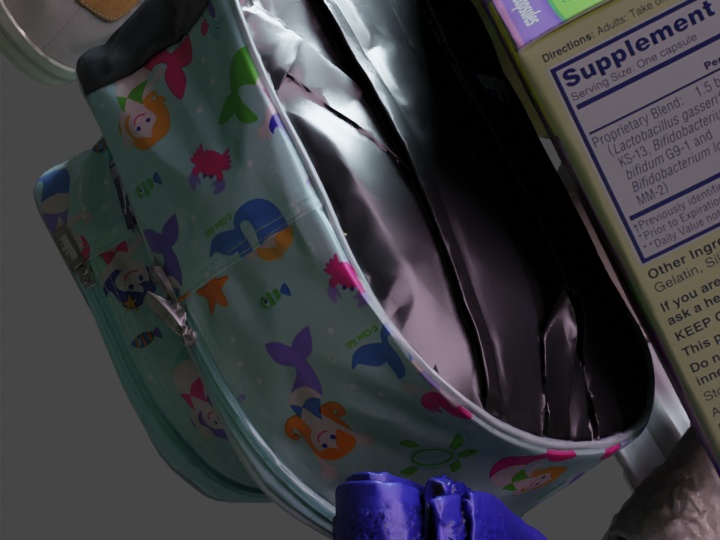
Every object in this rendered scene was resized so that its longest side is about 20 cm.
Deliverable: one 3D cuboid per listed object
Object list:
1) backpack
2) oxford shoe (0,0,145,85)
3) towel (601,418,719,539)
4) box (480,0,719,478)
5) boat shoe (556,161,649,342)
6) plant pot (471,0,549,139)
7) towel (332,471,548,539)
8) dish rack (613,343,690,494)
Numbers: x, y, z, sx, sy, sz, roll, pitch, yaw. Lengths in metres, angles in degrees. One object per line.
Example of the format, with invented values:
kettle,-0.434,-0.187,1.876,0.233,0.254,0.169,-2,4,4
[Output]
backpack,0.000,0.000,0.996,0.177,0.151,0.200,0,53,-57
oxford shoe,-0.099,-0.147,1.094,0.075,0.058,0.201,36,32,-28
towel,0.176,0.128,1.078,0.200,0.034,0.133,51,46,-11
box,0.115,-0.048,1.010,0.201,0.096,0.176,62,4,-28
boat shoe,0.097,-0.003,1.238,0.072,0.063,0.200,30,29,-4
plant pot,0.088,-0.127,1.168,0.183,0.200,0.201,3,56,-32
towel,0.035,0.170,0.897,0.148,0.049,0.201,34,53,-62
dish rack,0.161,0.099,1.192,0.172,0.044,0.200,42,9,-23
